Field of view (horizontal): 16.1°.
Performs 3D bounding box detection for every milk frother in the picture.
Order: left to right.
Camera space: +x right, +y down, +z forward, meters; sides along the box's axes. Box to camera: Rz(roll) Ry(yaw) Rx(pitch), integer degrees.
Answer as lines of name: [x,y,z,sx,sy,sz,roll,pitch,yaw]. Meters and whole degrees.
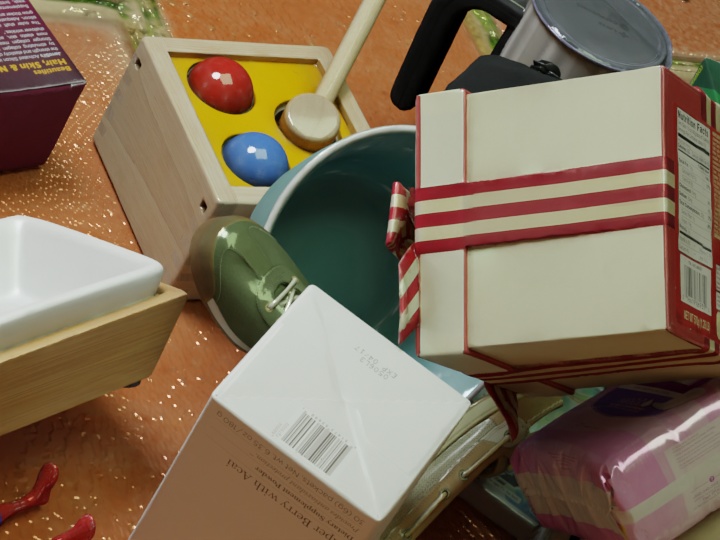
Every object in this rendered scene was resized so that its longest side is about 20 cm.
milk frother: [0.106,-0.105,1.869,0.180,0.188,0.200,23,36,-8]

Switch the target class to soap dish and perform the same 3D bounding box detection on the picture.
soap dish: [-0.228,0.037,1.538,0.157,0.081,0.200,18,26,38]

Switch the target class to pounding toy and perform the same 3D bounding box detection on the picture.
pounding toy: [-0.058,-0.095,1.788,0.200,0.142,0.184,-1,49,-34]

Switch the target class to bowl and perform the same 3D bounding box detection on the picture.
bowl: [0.000,0.000,1.667,0.200,0.201,0.105,8,5,-28]

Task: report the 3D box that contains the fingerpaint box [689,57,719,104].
fingerpaint box: [0.244,-0.026,1.860,0.073,0.200,0.167,19,33,-14]

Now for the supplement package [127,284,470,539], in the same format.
supplement package: [-0.045,0.132,1.500,0.121,0.200,0.120,36,45,5]

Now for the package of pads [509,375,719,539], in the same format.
package of pads: [0.206,0.100,1.599,0.200,0.120,0.076,-30,109,-22]

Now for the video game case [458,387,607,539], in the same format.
video game case: [0.109,0.106,1.785,0.200,0.022,0.182,36,38,4]

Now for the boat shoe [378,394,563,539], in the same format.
boat shoe: [0.063,0.131,1.671,0.200,0.073,0.063,-30,87,-34]

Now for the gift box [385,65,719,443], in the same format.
gift box: [0.124,-0.006,1.529,0.184,0.186,0.201,30,60,-56]

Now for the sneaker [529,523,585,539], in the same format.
sneaker: [0.177,0.154,1.692,0.080,0.076,0.200,34,73,-5]

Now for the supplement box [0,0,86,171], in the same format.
supplement box: [-0.292,-0.163,1.746,0.110,0.086,0.200,-11,55,-42]

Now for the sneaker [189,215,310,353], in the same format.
sneaker: [-0.018,0.046,1.550,0.067,0.090,0.200,-49,119,-33]

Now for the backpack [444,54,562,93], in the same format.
backpack: [0.129,-0.025,1.764,0.154,0.200,0.163,-45,47,-19]

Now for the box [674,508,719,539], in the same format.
box: [0.186,0.219,1.583,0.200,0.078,0.095,-24,54,2]

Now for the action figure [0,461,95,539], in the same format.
action figure: [-0.236,0.145,1.450,0.200,0.099,0.065,-19,60,-42]
